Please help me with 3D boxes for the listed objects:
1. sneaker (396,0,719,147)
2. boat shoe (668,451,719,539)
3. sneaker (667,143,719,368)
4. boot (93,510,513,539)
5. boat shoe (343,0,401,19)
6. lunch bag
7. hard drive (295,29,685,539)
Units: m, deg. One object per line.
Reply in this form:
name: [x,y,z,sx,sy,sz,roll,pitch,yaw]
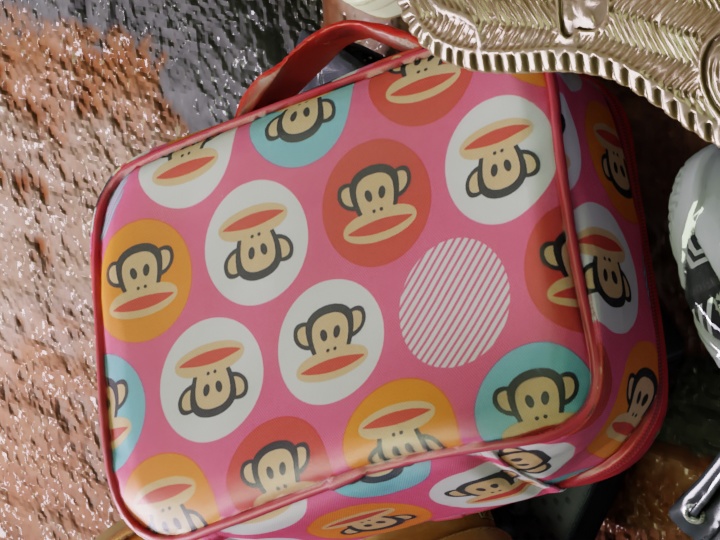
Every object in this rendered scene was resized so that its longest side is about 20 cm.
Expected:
sneaker: [0.116,-0.090,0.871,0.200,0.108,0.070,18,118,43]
boat shoe: [0.141,0.012,0.798,0.066,0.074,0.200,34,129,23]
sneaker: [0.185,0.024,0.863,0.200,0.075,0.115,57,137,12]
boot: [-0.025,0.144,1.036,0.200,0.077,0.155,-45,54,8]
boat shoe: [0.027,-0.154,0.966,0.200,0.066,0.074,-44,39,47]
lunch bag: [0.000,0.000,0.971,0.200,0.082,0.177,-16,71,26]
hard drive: [0.034,0.011,1.055,0.200,0.042,0.135,45,133,30]
